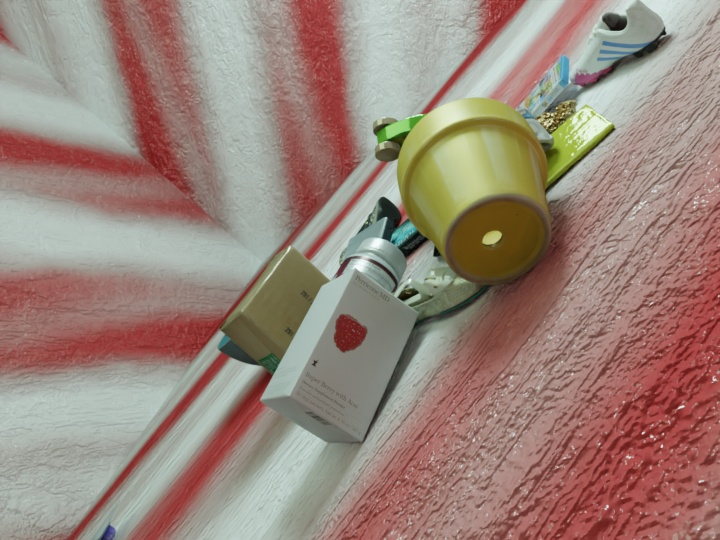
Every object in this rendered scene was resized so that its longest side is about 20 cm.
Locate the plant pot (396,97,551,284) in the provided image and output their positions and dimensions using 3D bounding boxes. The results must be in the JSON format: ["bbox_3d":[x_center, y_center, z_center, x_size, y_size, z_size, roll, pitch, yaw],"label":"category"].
[{"bbox_3d":[0.152,-0.090,0.791,0.201,0.200,0.190,-42,29,25],"label":"plant pot"}]

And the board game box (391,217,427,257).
[{"bbox_3d":[0.088,-0.063,1.287,0.200,0.028,0.136,-40,15,34],"label":"board game box"}]

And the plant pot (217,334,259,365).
[{"bbox_3d":[-0.227,0.150,1.482,0.200,0.135,0.200,-46,13,13],"label":"plant pot"}]

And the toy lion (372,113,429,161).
[{"bbox_3d":[0.143,-0.219,1.091,0.190,0.200,0.069,-13,69,26],"label":"toy lion"}]

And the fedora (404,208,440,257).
[{"bbox_3d":[0.129,-0.124,1.049,0.201,0.091,0.202,-159,90,-89],"label":"fedora"}]

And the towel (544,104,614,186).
[{"bbox_3d":[0.275,-0.154,0.908,0.200,0.018,0.086,-44,32,18],"label":"towel"}]

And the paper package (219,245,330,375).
[{"bbox_3d":[-0.123,0.093,1.139,0.103,0.200,0.191,-32,19,50],"label":"paper package"}]

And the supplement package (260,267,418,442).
[{"bbox_3d":[-0.028,0.120,0.860,0.120,0.121,0.201,-28,31,59],"label":"supplement package"}]

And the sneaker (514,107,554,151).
[{"bbox_3d":[0.201,-0.146,0.906,0.200,0.087,0.075,-45,-27,4],"label":"sneaker"}]

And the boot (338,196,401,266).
[{"bbox_3d":[0.021,-0.087,1.496,0.154,0.073,0.204,-45,13,27],"label":"boot"}]

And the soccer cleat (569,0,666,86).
[{"bbox_3d":[0.399,-0.371,1.001,0.070,0.086,0.200,-52,12,-17],"label":"soccer cleat"}]

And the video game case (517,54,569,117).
[{"bbox_3d":[0.318,-0.301,1.164,0.200,0.018,0.143,-51,8,38],"label":"video game case"}]

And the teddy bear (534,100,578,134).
[{"bbox_3d":[0.269,-0.210,1.012,0.200,0.067,0.145,-32,18,52],"label":"teddy bear"}]

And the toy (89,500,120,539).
[{"bbox_3d":[-0.659,0.688,1.560,0.200,0.047,0.115,-47,15,22],"label":"toy"}]

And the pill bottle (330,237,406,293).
[{"bbox_3d":[-0.002,0.044,1.069,0.114,0.114,0.201,-32,20,52],"label":"pill bottle"}]

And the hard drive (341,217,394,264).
[{"bbox_3d":[0.000,0.000,1.272,0.139,0.033,0.201,-29,37,49],"label":"hard drive"}]

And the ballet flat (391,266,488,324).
[{"bbox_3d":[0.099,0.032,0.876,0.200,0.062,0.068,-35,19,48],"label":"ballet flat"}]
